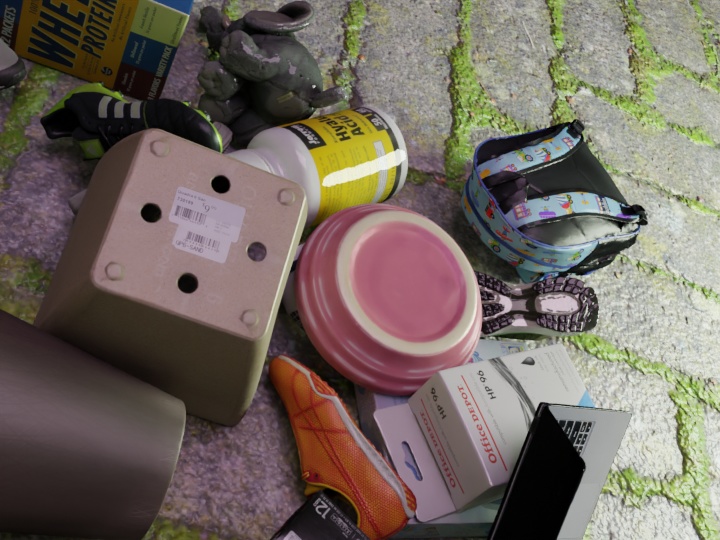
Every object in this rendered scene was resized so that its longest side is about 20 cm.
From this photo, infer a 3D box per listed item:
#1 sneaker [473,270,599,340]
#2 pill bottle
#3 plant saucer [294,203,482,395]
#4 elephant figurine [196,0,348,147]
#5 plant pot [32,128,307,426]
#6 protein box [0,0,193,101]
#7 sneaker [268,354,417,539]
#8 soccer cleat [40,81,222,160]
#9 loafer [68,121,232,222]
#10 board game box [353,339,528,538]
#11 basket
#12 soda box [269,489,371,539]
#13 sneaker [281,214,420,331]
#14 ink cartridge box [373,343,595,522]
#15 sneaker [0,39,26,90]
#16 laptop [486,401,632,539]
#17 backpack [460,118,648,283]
[{"bbox_3d":[0.154,0.051,0.996,0.199,0.089,0.077,5,68,3],"label":"sneaker"},{"bbox_3d":[-0.054,-0.104,0.963,0.200,0.111,0.111,-23,69,-39],"label":"pill bottle"},{"bbox_3d":[0.036,0.019,0.883,0.200,0.051,0.201,11,61,-21],"label":"plant saucer"},{"bbox_3d":[-0.106,-0.247,1.030,0.155,0.141,0.200,35,36,-22],"label":"elephant figurine"},{"bbox_3d":[-0.147,-0.003,0.752,0.199,0.177,0.200,21,68,-14],"label":"plant pot"},{"bbox_3d":[-0.282,-0.323,0.983,0.200,0.135,0.199,18,50,-17],"label":"protein box"},{"bbox_3d":[-0.033,0.154,0.803,0.077,0.073,0.200,-37,57,-6],"label":"sneaker"},{"bbox_3d":[-0.215,-0.127,0.852,0.200,0.068,0.081,18,49,31],"label":"soccer cleat"},{"bbox_3d":[-0.203,-0.099,0.904,0.070,0.070,0.200,45,47,-4],"label":"loafer"},{"bbox_3d":[0.097,0.159,0.895,0.199,0.043,0.200,7,53,-25],"label":"board game box"},{"bbox_3d":[-0.244,0.120,0.676,0.200,0.136,0.181,21,62,-20],"label":"basket"},{"bbox_3d":[0.008,0.278,0.735,0.200,0.071,0.063,44,46,6],"label":"soda box"},{"bbox_3d":[0.000,0.000,0.950,0.200,0.076,0.081,-22,76,-31],"label":"sneaker"},{"bbox_3d":[0.125,0.147,0.844,0.200,0.068,0.116,-9,62,-33],"label":"ink cartridge box"},{"bbox_3d":[-0.418,-0.247,0.889,0.200,0.079,0.074,35,45,-3],"label":"sneaker"},{"bbox_3d":[0.172,0.219,0.752,0.200,0.188,0.116,11,13,-38],"label":"laptop"},{"bbox_3d":[0.206,-0.072,1.070,0.200,0.135,0.183,-13,64,-37],"label":"backpack"}]
